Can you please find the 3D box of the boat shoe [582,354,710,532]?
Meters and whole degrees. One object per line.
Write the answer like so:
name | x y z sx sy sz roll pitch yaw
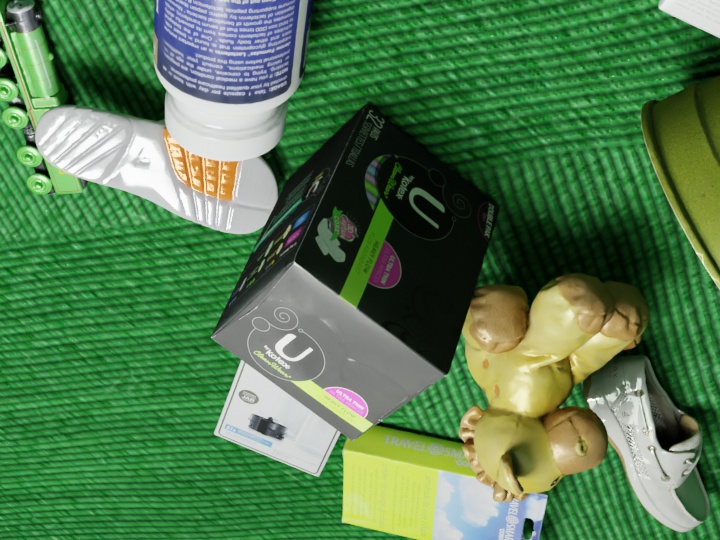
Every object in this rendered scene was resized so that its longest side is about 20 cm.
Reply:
boat shoe | 0.269 0.154 1.242 0.069 0.071 0.200 -17 122 34

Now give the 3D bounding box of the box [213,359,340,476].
box | -0.057 0.096 1.316 0.117 0.060 0.200 23 134 -2

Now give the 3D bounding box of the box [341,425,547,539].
box | 0.083 0.220 1.387 0.200 0.048 0.122 11 134 10

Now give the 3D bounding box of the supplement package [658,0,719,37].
supplement package | 0.281 -0.239 0.847 0.117 0.117 0.200 24 135 -2

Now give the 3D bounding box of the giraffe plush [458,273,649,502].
giraffe plush | 0.139 0.103 1.139 0.200 0.162 0.173 -14 163 37

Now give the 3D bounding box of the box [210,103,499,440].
box | 0.000 0.000 1.109 0.148 0.200 0.124 36 133 -15

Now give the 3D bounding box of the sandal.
sandal | -0.166 -0.098 1.179 0.207 0.059 0.079 20 110 -12

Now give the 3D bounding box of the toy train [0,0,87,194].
toy train | -0.275 -0.146 1.191 0.056 0.042 0.200 -2 130 9

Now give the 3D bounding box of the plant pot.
plant pot | 0.325 -0.076 0.947 0.193 0.200 0.200 -31 116 24

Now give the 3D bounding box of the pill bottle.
pill bottle | -0.093 -0.185 1.033 0.116 0.116 0.200 15 134 6
